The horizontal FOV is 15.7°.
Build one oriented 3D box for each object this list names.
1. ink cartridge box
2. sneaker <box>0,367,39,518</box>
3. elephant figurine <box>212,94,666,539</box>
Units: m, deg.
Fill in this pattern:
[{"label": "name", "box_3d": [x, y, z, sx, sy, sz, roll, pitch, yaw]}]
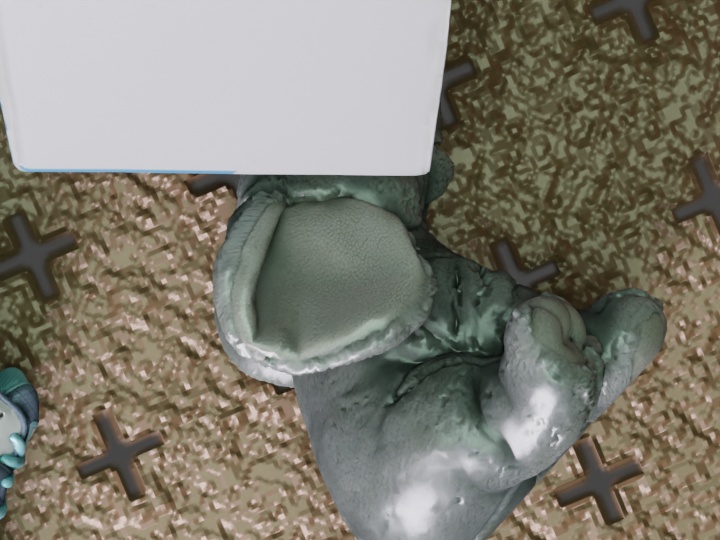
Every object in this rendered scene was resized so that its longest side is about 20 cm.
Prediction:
[{"label": "ink cartridge box", "box_3d": [-0.046, -0.153, 0.879, 0.146, 0.146, 0.200, 0, 65, -2]}, {"label": "sneaker", "box_3d": [-0.154, 0.077, 0.966, 0.086, 0.078, 0.200, -16, 105, -21]}, {"label": "elephant figurine", "box_3d": [0.000, 0.000, 0.953, 0.200, 0.155, 0.142, 43, 135, 6]}]
